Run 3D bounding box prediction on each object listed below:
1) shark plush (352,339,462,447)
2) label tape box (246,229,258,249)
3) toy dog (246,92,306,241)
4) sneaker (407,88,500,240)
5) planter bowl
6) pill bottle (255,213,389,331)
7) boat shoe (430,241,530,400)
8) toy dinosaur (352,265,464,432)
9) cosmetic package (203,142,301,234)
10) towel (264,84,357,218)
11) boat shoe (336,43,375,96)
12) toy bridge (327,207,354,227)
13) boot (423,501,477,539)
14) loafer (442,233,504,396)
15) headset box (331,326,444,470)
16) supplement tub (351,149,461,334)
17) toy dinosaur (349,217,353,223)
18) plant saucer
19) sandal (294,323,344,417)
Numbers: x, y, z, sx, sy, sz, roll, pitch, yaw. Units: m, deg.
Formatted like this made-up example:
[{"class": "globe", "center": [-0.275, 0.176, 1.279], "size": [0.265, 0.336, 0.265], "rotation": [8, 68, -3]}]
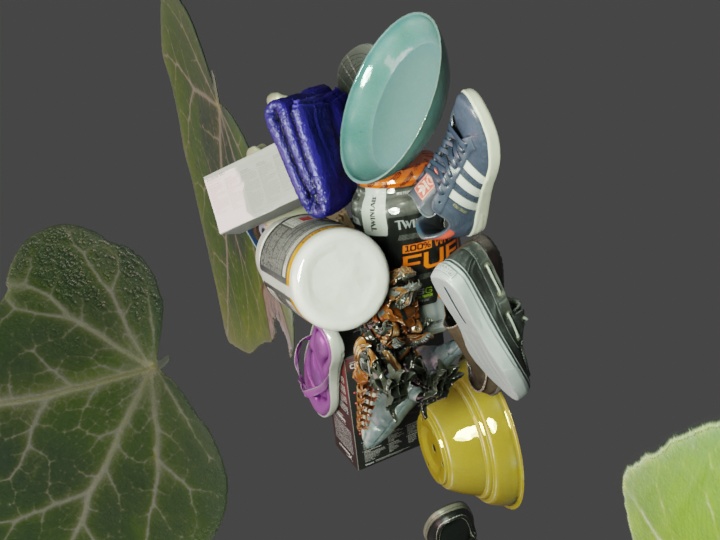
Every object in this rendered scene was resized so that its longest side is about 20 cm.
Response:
[{"class": "shark plush", "center": [0.078, 0.143, 1.667], "size": [0.091, 0.199, 0.084], "rotation": [48, -155, -27]}, {"class": "label tape box", "center": [-0.063, -0.022, 1.939], "size": [0.199, 0.066, 0.143], "rotation": [31, -168, -31]}, {"class": "toy dog", "center": [-0.086, -0.122, 1.865], "size": [0.194, 0.139, 0.201], "rotation": [66, -140, -54]}, {"class": "sneaker", "center": [0.095, -0.104, 1.447], "size": [0.201, 0.084, 0.075], "rotation": [90, 159, -46]}, {"class": "planter bowl", "center": [0.123, 0.209, 1.669], "size": [0.200, 0.083, 0.202], "rotation": [165, 90, -76]}, {"class": "pill bottle", "center": [-0.051, -0.004, 1.549], "size": [0.200, 0.116, 0.117], "rotation": [-153, 49, -69]}, {"class": "boat shoe", "center": [0.148, 0.056, 1.453], "size": [0.072, 0.071, 0.201], "rotation": [31, 156, 52]}, {"class": "toy dinosaur", "center": [0.039, 0.097, 1.540], "size": [0.136, 0.102, 0.201], "rotation": [46, 148, 40]}, {"class": "cosmetic package", "center": [-0.104, -0.119, 1.747], "size": [0.051, 0.199, 0.083], "rotation": [-6, -104, -60]}, {"class": "towel", "center": [-0.038, -0.146, 1.591], "size": [0.148, 0.049, 0.200], "rotation": [66, -159, -5]}, {"class": "boat shoe", "center": [0.012, -0.219, 1.696], "size": [0.075, 0.064, 0.202], "rotation": [58, 158, 22]}, {"class": "toy bridge", "center": [0.000, 0.000, 1.753], "size": [0.067, 0.027, 0.201], "rotation": [16, 142, 34]}, {"class": "boot", "center": [0.149, 0.414, 1.810], "size": [0.204, 0.073, 0.154], "rotation": [82, 163, -50]}, {"class": "loafer", "center": [0.123, 0.055, 1.531], "size": [0.073, 0.071, 0.201], "rotation": [-132, 30, -60]}, {"class": "headset box", "center": [0.035, 0.143, 1.792], "size": [0.077, 0.148, 0.201], "rotation": [40, 144, 53]}, {"class": "supplement tub", "center": [0.057, -0.033, 1.589], "size": [0.122, 0.122, 0.201], "rotation": [-141, 37, -66]}, {"class": "toy dinosaur", "center": [0.024, -0.018, 1.809], "size": [0.103, 0.077, 0.200], "rotation": [62, 174, 29]}, {"class": "plant saucer", "center": [0.044, -0.187, 1.503], "size": [0.200, 0.036, 0.201], "rotation": [-38, 43, 46]}, {"class": "sandal", "center": [-0.061, 0.124, 1.737], "size": [0.083, 0.050, 0.203], "rotation": [59, 157, 30]}]
